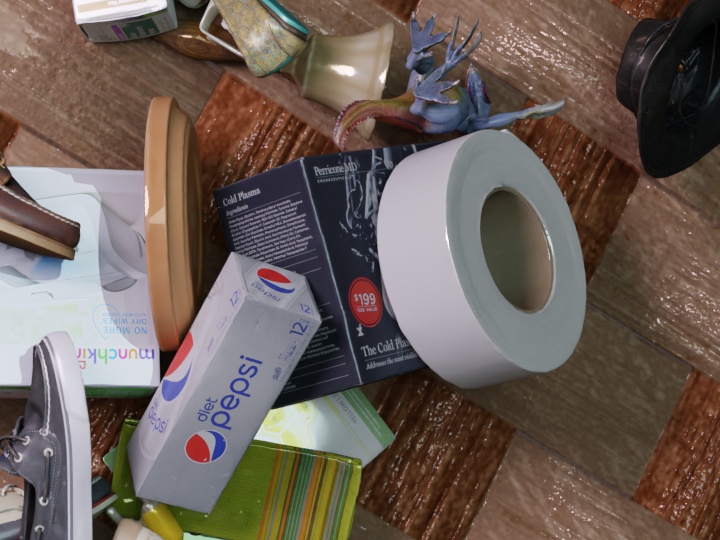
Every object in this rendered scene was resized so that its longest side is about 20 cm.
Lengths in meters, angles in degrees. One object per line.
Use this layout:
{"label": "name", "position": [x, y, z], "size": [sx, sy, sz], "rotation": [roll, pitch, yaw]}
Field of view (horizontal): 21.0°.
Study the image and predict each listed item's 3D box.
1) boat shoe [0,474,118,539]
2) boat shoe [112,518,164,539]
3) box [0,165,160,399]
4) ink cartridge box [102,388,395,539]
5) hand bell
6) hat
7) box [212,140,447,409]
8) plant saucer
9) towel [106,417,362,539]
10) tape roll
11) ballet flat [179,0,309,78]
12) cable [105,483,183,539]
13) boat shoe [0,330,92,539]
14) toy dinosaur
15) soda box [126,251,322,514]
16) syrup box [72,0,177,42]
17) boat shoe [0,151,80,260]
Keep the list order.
{"label": "boat shoe", "position": [-0.286, 0.202, 1.521], "size": [0.199, 0.071, 0.063], "rotation": [-24, 77, -23]}
{"label": "boat shoe", "position": [-0.213, 0.287, 1.518], "size": [0.064, 0.071, 0.201], "rotation": [32, 92, -4]}
{"label": "box", "position": [-0.266, 0.012, 1.541], "size": [0.199, 0.097, 0.178], "rotation": [2, 79, -18]}
{"label": "ink cartridge box", "position": [-0.090, 0.146, 1.603], "size": [0.200, 0.048, 0.146], "rotation": [-39, 96, -21]}
{"label": "hand bell", "position": [-0.078, -0.182, 1.644], "size": [0.199, 0.104, 0.105], "rotation": [12, 78, -4]}
{"label": "hat", "position": [0.282, -0.182, 1.746], "size": [0.200, 0.081, 0.202], "rotation": [-31, 134, -38]}
{"label": "box", "position": [0.000, 0.000, 1.577], "size": [0.200, 0.104, 0.183], "rotation": [-12, 85, -52]}
{"label": "plant saucer", "position": [-0.144, -0.037, 1.530], "size": [0.032, 0.200, 0.202], "rotation": [-1, 82, 1]}
{"label": "towel", "position": [-0.102, 0.178, 1.576], "size": [0.199, 0.018, 0.087], "rotation": [11, 94, -3]}
{"label": "tape roll", "position": [0.100, -0.010, 1.561], "size": [0.202, 0.071, 0.204], "rotation": [24, 58, -46]}
{"label": "ballet flat", "position": [-0.118, -0.232, 1.612], "size": [0.070, 0.071, 0.200], "rotation": [-28, 57, -19]}
{"label": "cable", "position": [-0.140, 0.264, 1.565], "size": [0.200, 0.050, 0.097], "rotation": [42, 89, -10]}
{"label": "boat shoe", "position": [-0.241, 0.147, 1.459], "size": [0.066, 0.070, 0.201], "rotation": [-5, 103, -21]}
{"label": "toy dinosaur", "position": [0.063, -0.149, 1.642], "size": [0.199, 0.182, 0.105], "rotation": [-22, 71, -2]}
{"label": "soda box", "position": [-0.108, 0.088, 1.487], "size": [0.068, 0.064, 0.201], "rotation": [17, 118, -25]}
{"label": "syrup box", "position": [-0.206, -0.296, 1.600], "size": [0.081, 0.079, 0.201], "rotation": [-10, 85, 1]}
{"label": "boat shoe", "position": [-0.299, -0.068, 1.453], "size": [0.199, 0.070, 0.071], "rotation": [22, 79, -14]}
